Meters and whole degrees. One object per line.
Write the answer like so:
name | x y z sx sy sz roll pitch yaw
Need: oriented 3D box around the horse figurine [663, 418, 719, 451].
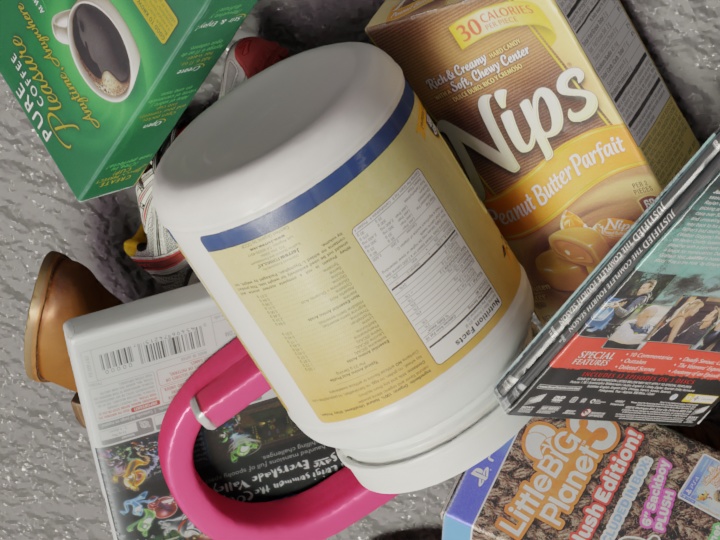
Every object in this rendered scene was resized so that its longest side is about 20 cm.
horse figurine | 0.243 0.071 1.530 0.200 0.050 0.133 -22 109 40

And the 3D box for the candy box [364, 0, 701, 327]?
candy box | 0.103 -0.070 1.484 0.115 0.055 0.200 -13 120 39

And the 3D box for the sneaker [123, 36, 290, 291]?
sneaker | -0.087 -0.053 1.594 0.082 0.078 0.200 29 136 7

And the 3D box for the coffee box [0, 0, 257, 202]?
coffee box | -0.127 -0.142 1.532 0.123 0.044 0.200 56 138 18

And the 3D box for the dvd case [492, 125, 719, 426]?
dvd case | 0.174 0.005 1.431 0.200 0.146 0.022 -51 52 33

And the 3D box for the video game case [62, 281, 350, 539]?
video game case | -0.056 0.075 1.639 0.199 0.023 0.182 -16 129 -9

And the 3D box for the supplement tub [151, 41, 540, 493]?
supplement tub | 0.000 0.000 1.476 0.144 0.145 0.200 -14 119 38

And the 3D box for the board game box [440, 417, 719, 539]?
board game box | 0.151 0.155 1.581 0.199 0.097 0.160 24 161 9

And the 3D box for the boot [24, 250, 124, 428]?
boot | -0.106 0.060 1.676 0.155 0.077 0.200 11 150 17

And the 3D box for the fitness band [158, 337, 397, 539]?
fitness band | -0.018 0.081 1.620 0.200 0.037 0.144 -34 130 7
